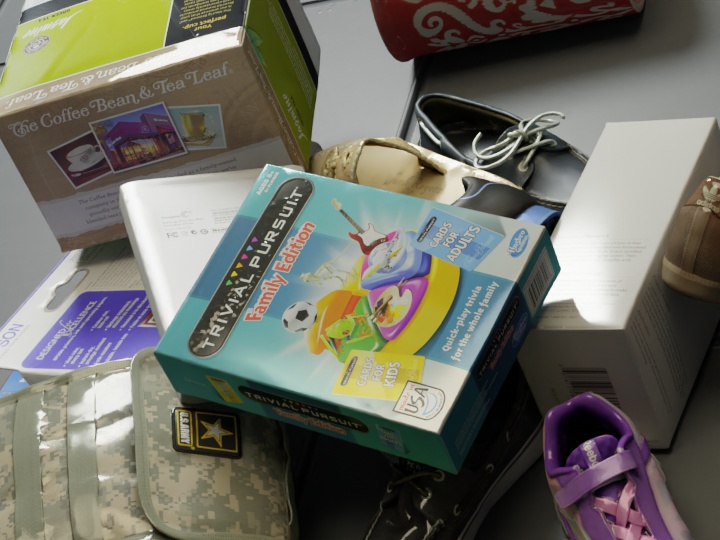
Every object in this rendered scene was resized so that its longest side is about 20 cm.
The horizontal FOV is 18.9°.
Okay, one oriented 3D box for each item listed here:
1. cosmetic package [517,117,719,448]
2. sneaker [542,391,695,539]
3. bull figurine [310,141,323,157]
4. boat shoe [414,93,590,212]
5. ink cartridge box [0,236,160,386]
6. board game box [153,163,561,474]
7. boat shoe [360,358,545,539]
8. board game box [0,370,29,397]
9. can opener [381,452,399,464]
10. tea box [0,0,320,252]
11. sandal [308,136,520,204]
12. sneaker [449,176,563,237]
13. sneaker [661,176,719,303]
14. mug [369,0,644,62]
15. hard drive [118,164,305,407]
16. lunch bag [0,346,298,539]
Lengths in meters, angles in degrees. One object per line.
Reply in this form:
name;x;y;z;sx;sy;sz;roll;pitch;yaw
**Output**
cosmetic package;0.176;0.006;1.368;0.085;0.108;0.200;-1;40;31
sneaker;0.148;0.142;1.227;0.080;0.089;0.200;-23;37;1
bull figurine;-0.130;-0.083;1.702;0.199;0.065;0.122;-20;32;3
boat shoe;0.111;-0.081;1.554;0.075;0.062;0.200;-35;37;-18
ink cartridge box;-0.149;0.029;1.562;0.199;0.044;0.198;3;36;28
board game box;-0.002;0.024;1.296;0.199;0.047;0.151;14;60;28
boat shoe;0.050;0.128;1.321;0.070;0.066;0.200;18;53;44
board game box;-0.185;0.109;1.528;0.199;0.019;0.103;-1;44;30
can opener;0.078;0.044;1.400;0.053;0.067;0.200;32;75;32
tea box;-0.147;-0.142;1.613;0.199;0.134;0.197;-14;35;15
sandal;0.024;-0.068;1.517;0.211;0.070;0.078;16;69;36
sneaker;0.043;0.022;1.358;0.078;0.070;0.200;28;61;31
sneaker;0.257;-0.035;1.335;0.070;0.076;0.200;26;27;27
mug;0.121;-0.259;1.720;0.199;0.134;0.178;-6;41;20
hard drive;-0.076;0.006;1.426;0.131;0.026;0.200;-7;42;-15
lunch bag;-0.136;0.141;1.371;0.199;0.118;0.164;-18;45;8
